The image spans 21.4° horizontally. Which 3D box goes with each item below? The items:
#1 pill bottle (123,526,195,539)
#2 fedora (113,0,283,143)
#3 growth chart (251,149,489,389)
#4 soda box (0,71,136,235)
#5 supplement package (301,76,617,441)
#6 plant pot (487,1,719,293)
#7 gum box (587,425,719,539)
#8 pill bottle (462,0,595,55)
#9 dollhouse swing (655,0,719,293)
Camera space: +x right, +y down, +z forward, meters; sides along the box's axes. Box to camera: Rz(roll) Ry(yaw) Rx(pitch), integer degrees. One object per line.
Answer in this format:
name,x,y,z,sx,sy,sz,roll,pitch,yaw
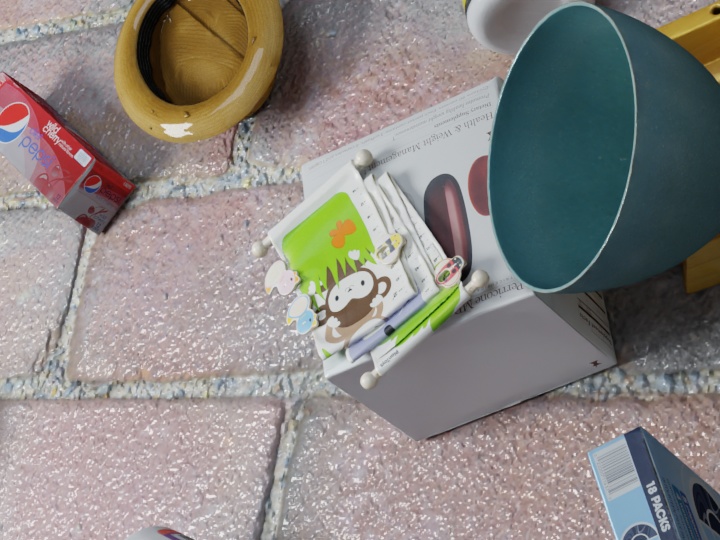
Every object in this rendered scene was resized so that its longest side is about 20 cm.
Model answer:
pill bottle,-0.113,0.287,1.522,0.199,0.111,0.112,19,79,39
fedora,-0.140,-0.201,1.803,0.199,0.082,0.203,-11,66,26
growth chart,0.000,0.000,1.456,0.145,0.018,0.200,-46,48,8
soda box,-0.307,-0.118,1.884,0.064,0.070,0.200,-51,50,3
supplement package,0.074,-0.006,1.515,0.190,0.147,0.202,-23,55,23
plant pot,0.195,-0.079,1.346,0.200,0.133,0.202,-174,90,-66
gum box,0.231,0.216,1.261,0.044,0.200,0.171,-29,54,19
pill bottle,0.130,-0.294,1.643,0.111,0.112,0.202,-25,56,22
dollhouse swing,0.264,-0.126,1.426,0.180,0.176,0.202,-22,58,24
